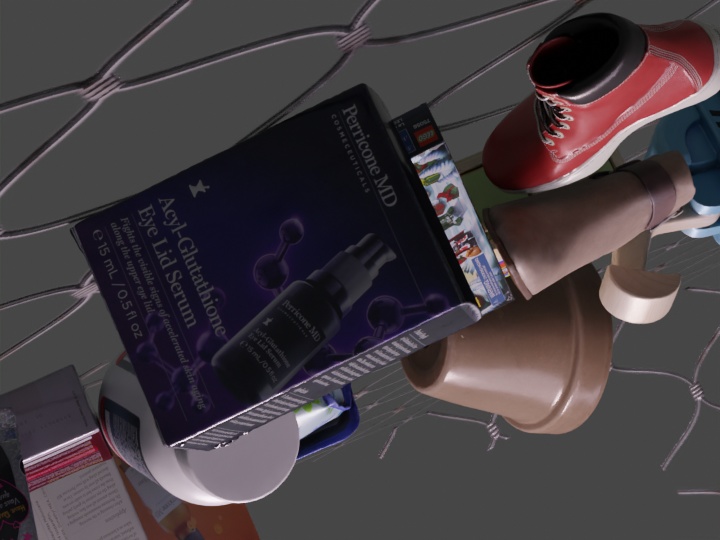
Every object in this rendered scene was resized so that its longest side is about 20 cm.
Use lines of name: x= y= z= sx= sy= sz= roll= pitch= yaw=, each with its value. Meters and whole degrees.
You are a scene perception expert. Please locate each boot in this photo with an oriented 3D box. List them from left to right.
boot: x=0.125 y=-0.110 z=1.259 sx=0.144 sy=0.073 sz=0.200 roll=-3 pitch=159 yaw=-46
boot: x=0.166 y=-0.041 z=1.364 sx=0.145 sy=0.071 sz=0.200 roll=-24 pitch=-179 yaw=6

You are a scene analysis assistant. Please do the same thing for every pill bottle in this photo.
pill bottle: x=-0.123 y=0.117 z=1.485 sx=0.119 sy=0.120 sz=0.200 roll=-22 pitch=-166 yaw=-19

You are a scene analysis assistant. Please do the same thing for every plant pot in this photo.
plant pot: x=0.137 y=0.071 z=2.001 sx=0.173 sy=0.202 sz=0.200 roll=1 pitch=159 yaw=-28

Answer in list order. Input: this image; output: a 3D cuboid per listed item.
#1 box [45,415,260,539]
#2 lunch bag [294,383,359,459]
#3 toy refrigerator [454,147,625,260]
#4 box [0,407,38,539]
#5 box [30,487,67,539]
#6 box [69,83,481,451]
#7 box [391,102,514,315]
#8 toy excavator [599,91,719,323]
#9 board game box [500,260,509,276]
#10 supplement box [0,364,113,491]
box: x=-0.205 y=0.241 z=1.913 sx=0.106 sy=0.201 sz=0.152 roll=-31 pitch=170 yaw=35
lunch bag: x=-0.098 y=0.119 z=1.736 sx=0.169 sy=0.128 sz=0.200 roll=-23 pitch=171 yaw=3
toy refrigerator: x=0.105 y=-0.052 z=1.481 sx=0.199 sy=0.076 sz=0.070 roll=-22 pitch=170 yaw=-14
box: x=-0.345 y=0.192 z=1.448 sx=0.131 sy=0.116 sz=0.200 roll=0 pitch=158 yaw=-37
box: x=-0.326 y=0.335 z=2.127 sx=0.130 sy=0.201 sz=0.199 roll=-22 pitch=171 yaw=-26
box: x=-0.047 y=0.001 z=1.152 sx=0.199 sy=0.149 sz=0.104 roll=-27 pitch=170 yaw=5
box: x=0.016 y=-0.014 z=1.302 sx=0.136 sy=0.040 sz=0.200 roll=-26 pitch=143 yaw=4
toy excavator: x=0.258 y=-0.058 z=1.533 sx=0.198 sy=0.195 sz=0.100 roll=-13 pitch=148 yaw=-14
board game box: x=0.089 y=-0.007 z=1.786 sx=0.199 sy=0.045 sz=0.134 roll=-23 pitch=171 yaw=-17
supplement box: x=-0.271 y=0.140 z=1.608 sx=0.108 sy=0.061 sz=0.200 roll=-23 pitch=170 yaw=-9
